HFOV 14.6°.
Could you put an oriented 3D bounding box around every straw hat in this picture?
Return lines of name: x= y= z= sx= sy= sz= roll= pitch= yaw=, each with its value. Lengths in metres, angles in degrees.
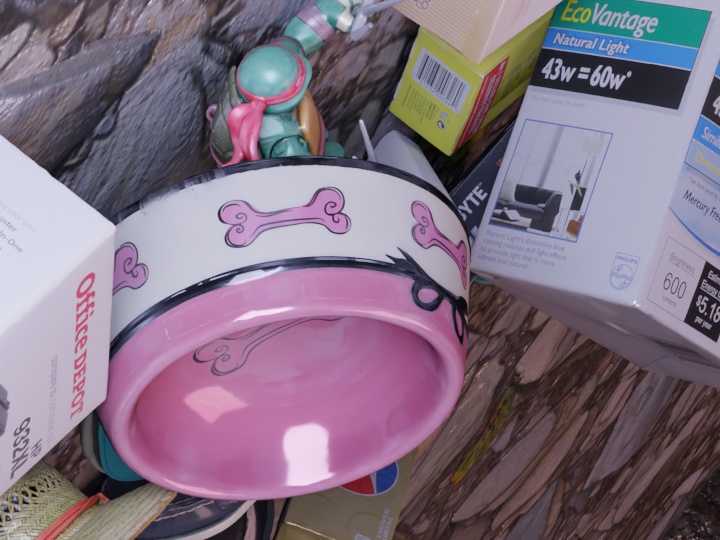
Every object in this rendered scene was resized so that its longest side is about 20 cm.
straw hat: x=-0.173 y=0.134 z=1.399 sx=0.201 sy=0.085 sz=0.201 roll=-43 pitch=178 yaw=-2

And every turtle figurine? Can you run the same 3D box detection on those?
turtle figurine: x=-0.026 y=-0.069 z=1.377 sx=0.200 sy=0.100 sz=0.150 roll=90 pitch=-1 yaw=-67

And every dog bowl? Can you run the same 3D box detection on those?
dog bowl: x=-0.039 y=0.035 z=1.305 sx=0.199 sy=0.074 sz=0.200 roll=-10 pitch=147 yaw=-6

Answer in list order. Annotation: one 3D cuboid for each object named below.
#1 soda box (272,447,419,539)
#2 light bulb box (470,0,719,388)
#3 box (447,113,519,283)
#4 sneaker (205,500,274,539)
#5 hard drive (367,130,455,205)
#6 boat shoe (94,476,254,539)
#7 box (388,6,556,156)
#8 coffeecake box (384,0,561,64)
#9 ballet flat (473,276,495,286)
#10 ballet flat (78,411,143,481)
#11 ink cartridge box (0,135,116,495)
soda box: x=-0.001 y=0.116 z=1.751 sx=0.200 sy=0.067 sz=0.064 roll=-71 pitch=-178 yaw=-46
light bulb box: x=0.187 y=-0.053 z=1.598 sx=0.198 sy=0.124 sz=0.201 roll=28 pitch=79 yaw=-49
box: x=0.062 y=-0.022 z=1.688 sx=0.200 sy=0.050 sz=0.199 roll=-49 pitch=178 yaw=-30
sneaker: x=-0.121 y=0.190 z=1.689 sx=0.200 sy=0.073 sz=0.082 roll=-58 pitch=162 yaw=14
hard drive: x=0.000 y=0.000 z=1.548 sx=0.132 sy=0.026 sz=0.200 roll=-55 pitch=-168 yaw=8
boat shoe: x=-0.063 y=0.096 z=1.601 sx=0.199 sy=0.075 sz=0.062 roll=-20 pitch=145 yaw=-12
box: x=0.100 y=-0.150 z=1.633 sx=0.200 sy=0.050 sz=0.075 roll=-39 pitch=161 yaw=-39
coffeecake box: x=0.110 y=-0.221 z=1.470 sx=0.200 sy=0.073 sz=0.154 roll=-38 pitch=158 yaw=-42
ballet flat: x=0.132 y=-0.078 z=1.859 sx=0.200 sy=0.068 sz=0.068 roll=-58 pitch=175 yaw=16
ballet flat: x=-0.115 y=0.030 z=1.400 sx=0.069 sy=0.069 sz=0.200 roll=-42 pitch=162 yaw=-33
ink cartridge box: x=-0.197 y=0.057 z=1.170 sx=0.200 sy=0.084 sz=0.145 roll=-44 pitch=162 yaw=-29
